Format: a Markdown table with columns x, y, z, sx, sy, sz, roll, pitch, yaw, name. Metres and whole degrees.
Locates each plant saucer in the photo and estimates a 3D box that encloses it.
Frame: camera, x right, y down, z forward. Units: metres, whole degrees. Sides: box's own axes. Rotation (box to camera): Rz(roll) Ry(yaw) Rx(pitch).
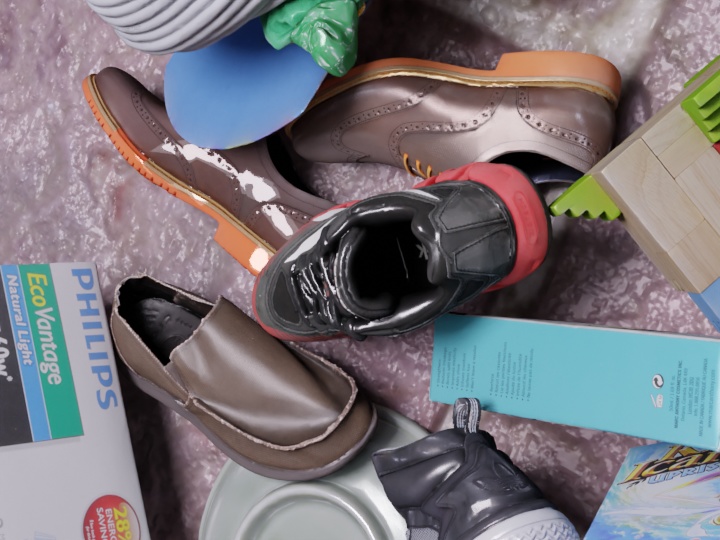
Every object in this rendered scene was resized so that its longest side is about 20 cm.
| x | y | z | sx | sy | sz | roll | pitch | yaw | name |
| --- | --- | --- | --- | --- | --- | --- | --- | --- | --- |
| -0.021 | 0.175 | 0.891 | 0.198 | 0.050 | 0.203 | -2 | 85 | 27 | plant saucer |

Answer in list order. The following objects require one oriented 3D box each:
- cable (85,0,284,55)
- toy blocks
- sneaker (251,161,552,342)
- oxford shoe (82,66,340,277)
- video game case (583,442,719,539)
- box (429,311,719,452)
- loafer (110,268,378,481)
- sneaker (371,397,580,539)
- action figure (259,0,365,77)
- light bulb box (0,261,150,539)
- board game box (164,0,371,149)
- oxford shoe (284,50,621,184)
| x | y | z | sx | sy | sz | roll | pitch | yaw | name |
| --- | --- | --- | --- | --- | --- | --- | --- | --- | --- |
| -0.079 | -0.208 | 0.810 | 0.199 | 0.069 | 0.202 | -30 | 46 | 36 | cable |
| 0.212 | -0.043 | 0.758 | 0.200 | 0.100 | 0.137 | -40 | 92 | -1 | toy blocks |
| 0.000 | 0.000 | 0.802 | 0.199 | 0.097 | 0.072 | -18 | 93 | 43 | sneaker |
| -0.085 | -0.069 | 0.935 | 0.200 | 0.071 | 0.073 | 40 | 100 | 13 | oxford shoe |
| 0.202 | 0.113 | 0.705 | 0.198 | 0.181 | 0.046 | -16 | 99 | 25 | video game case |
| 0.127 | 0.053 | 0.763 | 0.199 | 0.082 | 0.050 | 4 | 89 | 53 | box |
| -0.079 | 0.058 | 0.898 | 0.198 | 0.071 | 0.073 | 20 | 59 | 32 | loafer |
| 0.044 | 0.155 | 0.806 | 0.114 | 0.075 | 0.201 | 65 | 146 | 36 | sneaker |
| -0.020 | -0.175 | 0.819 | 0.117 | 0.055 | 0.202 | -30 | 41 | 27 | action figure |
| -0.246 | 0.115 | 0.944 | 0.199 | 0.124 | 0.201 | -23 | 76 | 42 | light bulb box |
| -0.030 | -0.149 | 0.889 | 0.158 | 0.039 | 0.201 | 27 | 85 | 52 | board game box |
| 0.044 | -0.073 | 0.855 | 0.198 | 0.071 | 0.074 | -4 | 69 | 27 | oxford shoe |
